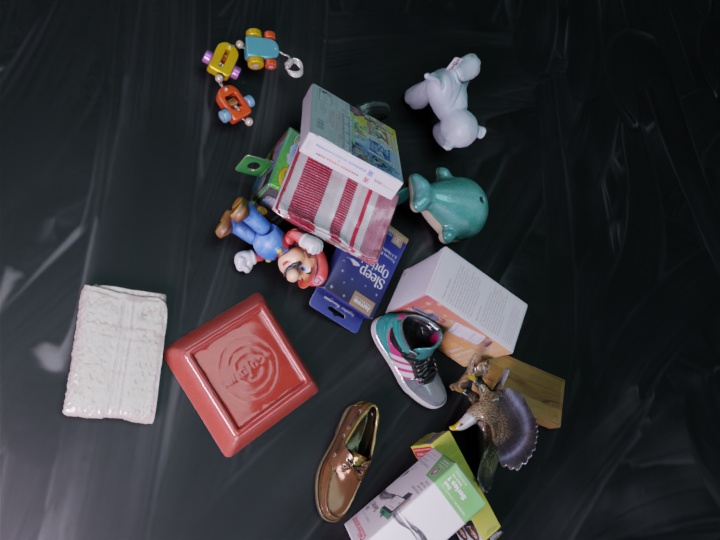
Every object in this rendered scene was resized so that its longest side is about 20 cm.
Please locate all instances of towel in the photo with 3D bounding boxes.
[{"bbox_3d":[-0.036,-0.113,1.155,0.199,0.023,0.145,27,63,-19],"label":"towel"},{"bbox_3d":[-0.363,0.123,1.038,0.132,0.034,0.202,11,70,-24],"label":"towel"}]

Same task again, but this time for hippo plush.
[{"bbox_3d":[0.200,-0.337,1.412,0.159,0.200,0.162,-30,97,-11],"label":"hippo plush"}]

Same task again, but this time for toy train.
[{"bbox_3d":[-0.207,-0.351,1.266,0.200,0.056,0.151,-43,98,-29],"label":"toy train"}]

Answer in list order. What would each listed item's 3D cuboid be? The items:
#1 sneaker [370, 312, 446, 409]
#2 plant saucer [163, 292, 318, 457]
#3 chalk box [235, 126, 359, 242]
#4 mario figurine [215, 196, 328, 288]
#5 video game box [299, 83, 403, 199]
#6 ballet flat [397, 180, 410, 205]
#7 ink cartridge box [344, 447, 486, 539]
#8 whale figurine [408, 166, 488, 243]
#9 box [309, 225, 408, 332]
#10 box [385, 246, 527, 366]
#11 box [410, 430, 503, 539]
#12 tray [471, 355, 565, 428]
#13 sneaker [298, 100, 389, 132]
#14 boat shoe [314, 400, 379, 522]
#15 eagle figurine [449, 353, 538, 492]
[{"bbox_3d":[0.112,0.154,1.233,0.084,0.121,0.201,-39,95,-32],"label":"sneaker"},{"bbox_3d":[-0.184,0.161,1.121,0.199,0.037,0.201,-32,92,-32],"label":"plant saucer"},{"bbox_3d":[-0.116,-0.152,1.207,0.199,0.125,0.125,28,63,-19],"label":"chalk box"},{"bbox_3d":[-0.140,-0.030,1.146,0.199,0.123,0.107,33,79,-20],"label":"mario figurine"},{"bbox_3d":[-0.017,-0.227,1.205,0.181,0.047,0.201,24,33,-18],"label":"video game box"},{"bbox_3d":[0.006,-0.121,1.304,0.199,0.073,0.073,-35,92,-26],"label":"ballet flat"},{"bbox_3d":[0.080,0.386,1.091,0.199,0.146,0.085,-37,91,-10],"label":"ink cartridge box"},{"bbox_3d":[0.174,-0.133,1.345,0.199,0.103,0.161,19,64,-46],"label":"whale figurine"},{"bbox_3d":[0.000,0.000,1.238,0.121,0.032,0.201,34,74,-31],"label":"box"},{"bbox_3d":[0.175,0.072,1.276,0.199,0.152,0.107,33,61,-14],"label":"box"},{"bbox_3d":[0.169,0.384,1.218,0.050,0.075,0.201,-26,89,-32],"label":"box"},{"bbox_3d":[0.314,0.233,1.368,0.199,0.037,0.099,24,64,-21],"label":"tray"},{"bbox_3d":[-0.024,-0.267,1.334,0.199,0.073,0.082,-26,95,-23],"label":"sneaker"},{"bbox_3d":[-0.020,0.310,1.142,0.072,0.068,0.201,24,65,-21],"label":"boat shoe"},{"bbox_3d":[0.229,0.267,1.222,0.201,0.150,0.152,60,12,26],"label":"eagle figurine"}]
